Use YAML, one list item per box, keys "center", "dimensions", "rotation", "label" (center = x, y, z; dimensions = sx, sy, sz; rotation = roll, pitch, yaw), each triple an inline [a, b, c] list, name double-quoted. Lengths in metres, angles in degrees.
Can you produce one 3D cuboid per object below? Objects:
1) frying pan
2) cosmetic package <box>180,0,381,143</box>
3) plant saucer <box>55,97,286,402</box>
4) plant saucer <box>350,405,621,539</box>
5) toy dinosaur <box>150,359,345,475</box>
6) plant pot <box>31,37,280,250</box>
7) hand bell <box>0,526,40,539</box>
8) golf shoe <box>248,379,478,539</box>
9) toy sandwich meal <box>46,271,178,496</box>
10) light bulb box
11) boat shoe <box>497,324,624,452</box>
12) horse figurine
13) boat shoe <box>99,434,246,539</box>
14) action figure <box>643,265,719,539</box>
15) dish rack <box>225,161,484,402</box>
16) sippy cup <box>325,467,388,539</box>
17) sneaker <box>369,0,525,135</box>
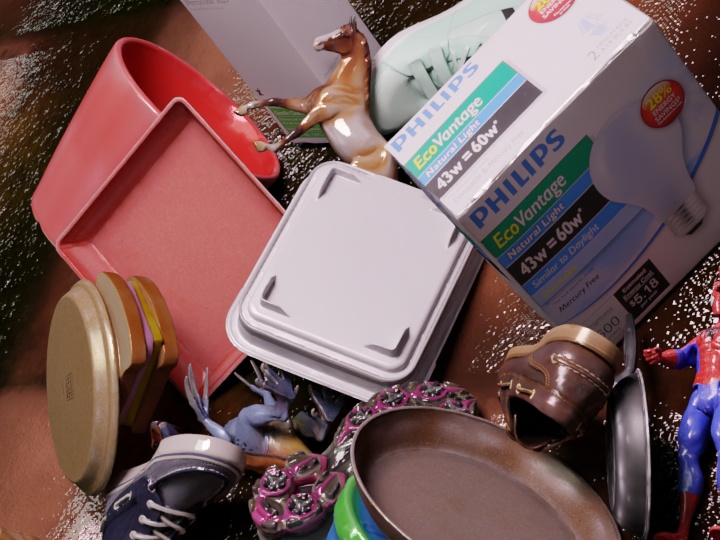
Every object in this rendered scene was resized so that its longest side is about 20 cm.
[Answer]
- center: [0.182, 0.091, 1.230]
  dimensions: [0.031, 0.115, 0.191]
  rotation: [-2, 61, 3]
  label: "frying pan"
- center: [-0.062, -0.214, 1.650]
  dimensions: [0.107, 0.200, 0.085]
  rotation: [3, 54, 45]
  label: "cosmetic package"
- center: [-0.144, -0.018, 1.582]
  dimensions: [0.200, 0.200, 0.037]
  rotation: [-46, -8, 27]
  label: "plant saucer"
- center: [0.081, 0.164, 1.227]
  dimensions: [0.032, 0.199, 0.201]
  rotation: [-66, 31, 26]
  label: "plant saucer"
- center: [-0.103, 0.142, 1.483]
  dimensions: [0.181, 0.104, 0.201]
  rotation: [-44, 46, 37]
  label: "toy dinosaur"
- center: [-0.203, -0.089, 1.700]
  dimensions: [0.178, 0.200, 0.201]
  rotation: [-48, 37, 16]
  label: "plant pot"
- center: [-0.215, 0.249, 1.397]
  dimensions: [0.104, 0.200, 0.105]
  rotation: [-25, 42, 25]
  label: "hand bell"
- center: [0.006, 0.157, 1.371]
  dimensions: [0.199, 0.093, 0.073]
  rotation: [-31, 45, -17]
  label: "golf shoe"
- center: [-0.218, 0.094, 1.560]
  dimensions: [0.205, 0.070, 0.207]
  rotation: [178, 90, -66]
  label: "toy sandwich meal"
- center: [0.162, -0.077, 1.329]
  dimensions: [0.198, 0.200, 0.125]
  rotation: [-45, 38, 2]
  label: "light bulb box"
- center: [0.127, 0.090, 1.255]
  dimensions: [0.071, 0.070, 0.200]
  rotation: [-62, -3, -14]
  label: "boat shoe"
- center: [-0.019, -0.105, 1.582]
  dimensions: [0.132, 0.201, 0.050]
  rotation: [-26, -5, -11]
  label: "horse figurine"
- center: [-0.157, 0.201, 1.465]
  dimensions: [0.200, 0.074, 0.093]
  rotation: [-36, 37, 56]
  label: "boat shoe"
- center: [0.228, 0.081, 1.218]
  dimensions: [0.065, 0.099, 0.201]
  rotation: [-11, 48, 34]
  label: "action figure"
- center: [0.000, 0.000, 1.451]
  dimensions: [0.170, 0.044, 0.201]
  rotation: [20, 56, 12]
  label: "dish rack"
- center: [0.019, 0.229, 1.250]
  dimensions: [0.140, 0.177, 0.131]
  rotation: [42, 117, 22]
  label: "sippy cup"
- center: [0.084, -0.173, 1.581]
  dimensions: [0.200, 0.074, 0.118]
  rotation: [-37, 34, 9]
  label: "sneaker"
